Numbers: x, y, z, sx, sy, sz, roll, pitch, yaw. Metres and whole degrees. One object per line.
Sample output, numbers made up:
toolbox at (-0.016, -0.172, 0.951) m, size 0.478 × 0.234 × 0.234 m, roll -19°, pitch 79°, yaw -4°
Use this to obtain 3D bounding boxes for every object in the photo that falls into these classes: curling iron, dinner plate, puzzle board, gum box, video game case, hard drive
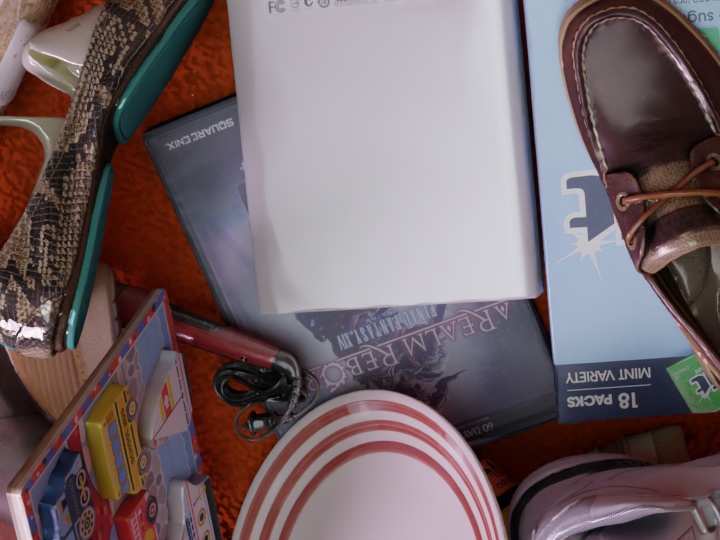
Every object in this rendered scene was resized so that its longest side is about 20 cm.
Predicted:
curling iron at (-0.114, 0.028, 1.110) m, size 0.200 × 0.026 × 0.050 m, roll 23°, pitch 108°, yaw 10°
dinner plate at (0.005, 0.156, 1.066) m, size 0.024 × 0.200 × 0.201 m, roll 11°, pitch 116°, yaw -39°
puzzle board at (-0.102, 0.131, 1.059) m, size 0.017 × 0.151 × 0.200 m, roll 7°, pitch 126°, yaw 21°
gum box at (0.164, -0.037, 1.033) m, size 0.169 × 0.045 × 0.201 m, roll -5°, pitch 106°, yaw 6°
video game case at (0.000, 0.000, 1.097) m, size 0.143 × 0.019 × 0.200 m, roll -20°, pitch 102°, yaw 16°
hard drive at (0.009, -0.084, 1.043) m, size 0.132 × 0.025 × 0.201 m, roll -4°, pitch 98°, yaw 15°

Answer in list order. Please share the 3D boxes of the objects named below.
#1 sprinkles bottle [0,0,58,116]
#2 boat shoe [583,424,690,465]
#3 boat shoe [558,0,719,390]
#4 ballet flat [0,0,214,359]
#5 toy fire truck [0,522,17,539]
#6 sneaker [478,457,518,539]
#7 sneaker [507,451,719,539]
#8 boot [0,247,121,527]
sprinkles bottle at (-0.170, -0.134, 1.059) m, size 0.068 × 0.068 × 0.200 m, roll 29°, pitch 110°, yaw 1°
boat shoe at (0.168, 0.168, 1.094) m, size 0.076 × 0.072 × 0.200 m, roll -24°, pitch 101°, yaw 5°
boat shoe at (0.142, -0.025, 0.976) m, size 0.072 × 0.072 × 0.200 m, roll -21°, pitch 104°, yaw 10°
ballet flat at (-0.131, -0.061, 1.036) m, size 0.075 × 0.068 × 0.201 m, roll 20°, pitch 77°, yaw 1°
toy fire truck at (-0.242, 0.114, 1.139) m, size 0.168 × 0.112 × 0.200 m, roll -41°, pitch 98°, yaw 1°
sneaker at (0.012, 0.167, 1.129) m, size 0.200 × 0.070 × 0.090 m, roll -35°, pitch 76°, yaw 23°
sneaker at (0.161, 0.114, 0.998) m, size 0.199 × 0.115 × 0.075 m, roll -9°, pitch 101°, yaw 8°
boot at (-0.191, 0.088, 1.090) m, size 0.166 × 0.072 × 0.201 m, roll -5°, pitch 105°, yaw -3°
